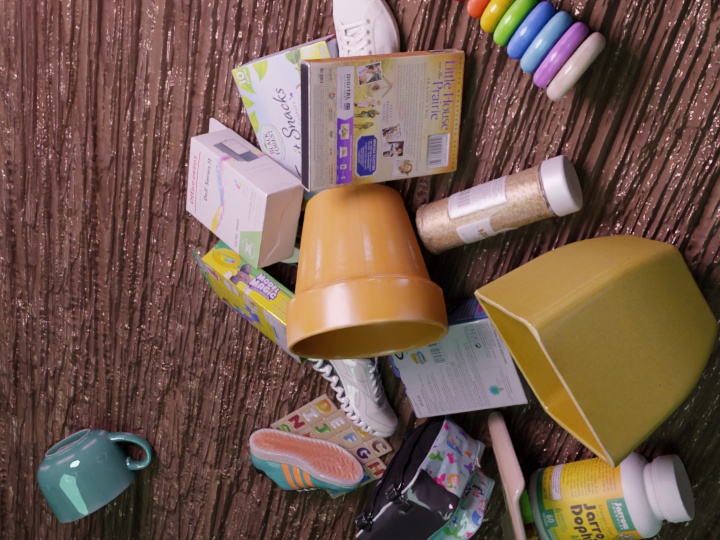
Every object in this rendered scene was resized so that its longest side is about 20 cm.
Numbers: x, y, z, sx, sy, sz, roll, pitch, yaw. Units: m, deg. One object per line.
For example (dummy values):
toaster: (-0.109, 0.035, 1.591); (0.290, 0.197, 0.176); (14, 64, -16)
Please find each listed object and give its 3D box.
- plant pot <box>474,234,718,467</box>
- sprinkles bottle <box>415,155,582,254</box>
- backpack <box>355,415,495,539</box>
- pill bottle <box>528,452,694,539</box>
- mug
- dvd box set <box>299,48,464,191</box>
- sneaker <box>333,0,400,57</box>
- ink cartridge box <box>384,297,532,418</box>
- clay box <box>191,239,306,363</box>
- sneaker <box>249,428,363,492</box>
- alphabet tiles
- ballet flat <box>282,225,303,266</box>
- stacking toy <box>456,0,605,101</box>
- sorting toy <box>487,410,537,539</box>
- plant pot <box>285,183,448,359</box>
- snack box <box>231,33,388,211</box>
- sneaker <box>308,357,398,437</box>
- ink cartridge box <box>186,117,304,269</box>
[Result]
plant pot: (0.285, 0.064, 0.955); (0.199, 0.195, 0.195); (-34, 103, -4)
sprinkles bottle: (0.167, -0.078, 1.009); (0.198, 0.068, 0.069); (-17, 109, 30)
backpack: (0.099, 0.307, 1.163); (0.150, 0.200, 0.178); (35, 121, -4)
pill bottle: (0.339, 0.309, 1.115); (0.198, 0.113, 0.114); (-19, 108, 29)
mug: (-0.480, 0.345, 1.466); (0.151, 0.184, 0.115); (-14, 106, 52)
dvd box set: (0.026, -0.176, 0.953); (0.029, 0.198, 0.148); (-138, 42, -54)
sneaker: (0.008, -0.244, 0.977); (0.072, 0.085, 0.202); (-8, 112, 28)
ink cartridge box: (0.122, 0.119, 1.126); (0.198, 0.076, 0.138); (-14, 109, 26)
clay box: (-0.147, 0.037, 1.159); (0.199, 0.048, 0.115); (37, 159, 23)
sneaker: (-0.086, 0.318, 1.319); (0.198, 0.071, 0.081); (15, 126, 21)
alphabet tiles: (-0.050, 0.287, 1.328); (0.199, 0.006, 0.167); (-33, 100, 32)
ballet flat: (-0.131, -0.044, 1.150); (0.198, 0.067, 0.069); (12, 119, 17)
stacking toy: (0.167, -0.279, 0.899); (0.200, 0.085, 0.086); (41, 124, 3)
sorting toy: (0.216, 0.324, 1.140); (0.036, 0.185, 0.202); (-9, 113, 2)
plant pot: (0.000, 0.000, 1.029); (0.199, 0.200, 0.185); (-16, 71, 28)
snack box: (-0.063, -0.184, 1.056); (0.141, 0.053, 0.202); (-9, 113, 28)
sneaker: (0.000, 0.158, 1.205); (0.081, 0.075, 0.201); (-32, 102, 23)
ink cartridge box: (-0.168, -0.106, 1.087); (0.199, 0.067, 0.118); (37, 132, 31)
